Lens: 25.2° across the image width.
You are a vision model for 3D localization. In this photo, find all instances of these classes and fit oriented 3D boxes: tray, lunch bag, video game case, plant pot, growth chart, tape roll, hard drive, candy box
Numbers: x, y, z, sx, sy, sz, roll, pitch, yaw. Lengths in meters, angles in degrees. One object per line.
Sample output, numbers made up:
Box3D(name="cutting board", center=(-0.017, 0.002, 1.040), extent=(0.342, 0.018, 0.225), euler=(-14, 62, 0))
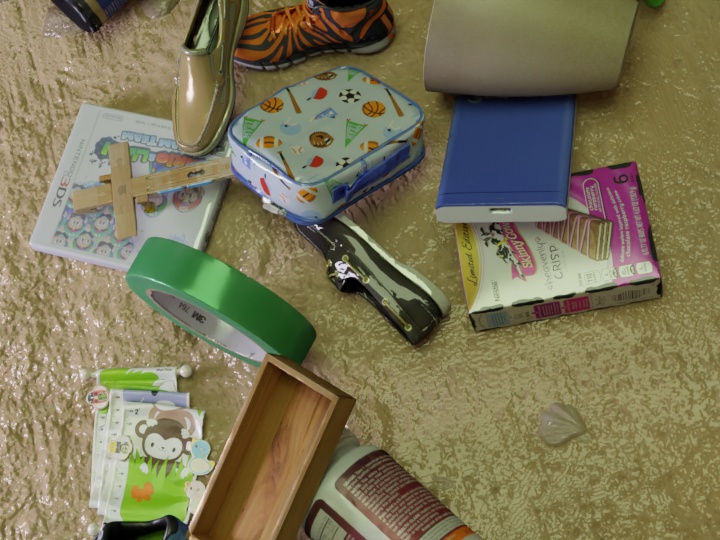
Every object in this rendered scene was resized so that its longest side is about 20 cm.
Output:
Box3D(name="tray", center=(-0.087, 0.192, 1.552), extent=(0.098, 0.037, 0.201), euler=(28, 97, 34))
Box3D(name="lunch bag", center=(-0.035, -0.131, 1.714), extent=(0.200, 0.076, 0.160), euler=(-34, 54, -29))
Box3D(name="video game case", center=(-0.252, -0.088, 1.811), extent=(0.199, 0.024, 0.183), euler=(13, 72, 16))
Box3D(name="plant pot", center=(0.187, -0.260, 1.709), extent=(0.199, 0.187, 0.188), euler=(14, 72, 8))
Box3D(name="growth chart", center=(-0.225, 0.191, 1.699), extent=(0.144, 0.018, 0.201), euler=(-8, 68, 8))
Box3D(name="tape roll", center=(-0.142, 0.038, 1.641), extent=(0.200, 0.200, 0.048), euler=(24, 76, 19))
Box3D(name="hard drive", center=(0.155, -0.122, 1.686), extent=(0.131, 0.025, 0.200), euler=(-1, 40, 12))
Box3D(name="candy box", center=(0.201, -0.025, 1.670), extent=(0.199, 0.061, 0.137), euler=(-12, 67, 8))

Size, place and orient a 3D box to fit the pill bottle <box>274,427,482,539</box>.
Box3D(name="pill bottle", center=(0.014, 0.244, 1.574), extent=(0.200, 0.114, 0.114), euler=(41, 81, 22))

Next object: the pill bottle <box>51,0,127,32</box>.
Box3D(name="pill bottle", center=(-0.283, -0.384, 1.887), extent=(0.112, 0.112, 0.200), euler=(40, 82, 23))

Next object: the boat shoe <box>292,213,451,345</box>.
Box3D(name="boat shoe", center=(0.000, 0.000, 1.696), extent=(0.201, 0.072, 0.061), euler=(36, 76, 19))

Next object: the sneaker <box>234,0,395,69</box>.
Box3D(name="sneaker", center=(-0.066, -0.289, 1.802), extent=(0.199, 0.112, 0.078), euler=(-9, 67, 9))

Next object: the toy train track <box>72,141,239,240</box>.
Box3D(name="toy train track", center=(-0.217, -0.092, 1.773), extent=(0.199, 0.033, 0.115), euler=(-12, 68, 9))

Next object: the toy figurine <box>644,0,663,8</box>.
Box3D(name="toy figurine", center=(0.249, -0.384, 1.779), extent=(0.183, 0.150, 0.200), euler=(6, 48, 24))

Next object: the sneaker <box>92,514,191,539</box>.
Box3D(name="sneaker", center=(-0.254, 0.289, 1.613), extent=(0.199, 0.089, 0.079), euler=(-23, 42, 8))

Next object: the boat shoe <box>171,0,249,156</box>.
Box3D(name="boat shoe", center=(-0.177, -0.229, 1.780), extent=(0.071, 0.076, 0.201), euler=(5, 83, 17))
